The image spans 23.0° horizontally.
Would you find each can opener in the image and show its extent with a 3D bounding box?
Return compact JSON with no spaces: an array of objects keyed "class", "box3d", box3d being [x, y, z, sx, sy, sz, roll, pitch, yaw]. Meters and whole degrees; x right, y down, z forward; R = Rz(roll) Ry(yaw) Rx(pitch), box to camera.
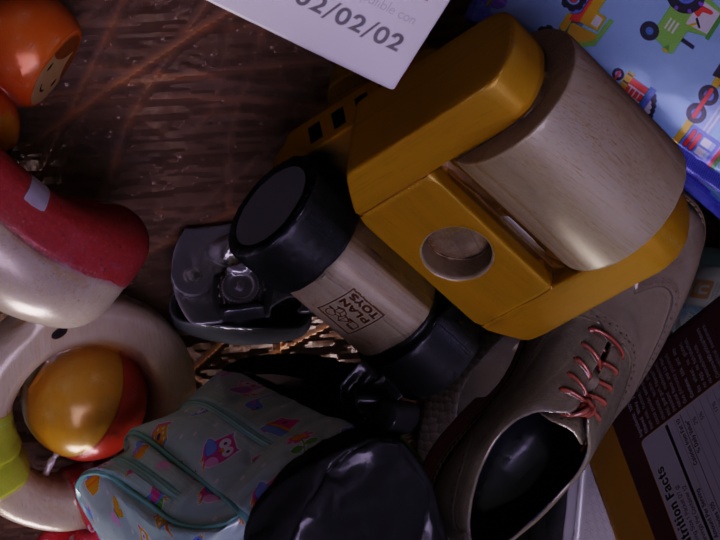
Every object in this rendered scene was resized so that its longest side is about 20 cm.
[{"class":"can opener","box3d":[0.000,0.000,0.909,0.198,0.054,0.067,-6,156,-7]}]

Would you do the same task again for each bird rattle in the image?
[{"class":"bird rattle","box3d":[-0.146,0.092,0.906,0.199,0.113,0.164,27,98,-28]}]

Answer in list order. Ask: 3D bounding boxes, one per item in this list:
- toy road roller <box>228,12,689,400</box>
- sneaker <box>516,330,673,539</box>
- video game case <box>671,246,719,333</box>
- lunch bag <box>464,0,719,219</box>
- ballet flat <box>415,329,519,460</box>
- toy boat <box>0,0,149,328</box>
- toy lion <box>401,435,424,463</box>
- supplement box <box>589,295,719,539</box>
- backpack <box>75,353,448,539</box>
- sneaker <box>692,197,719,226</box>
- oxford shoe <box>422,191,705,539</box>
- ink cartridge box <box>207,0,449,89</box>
[{"class":"toy road roller","box3d":[0.043,-0.052,0.800,0.199,0.147,0.123,-28,125,34]},{"class":"sneaker","box3d":[0.112,0.117,0.970,0.070,0.099,0.202,11,93,-34]},{"class":"video game case","box3d":[0.232,0.083,1.011,0.181,0.023,0.201,6,121,-14]},{"class":"lunch bag","box3d":[0.154,-0.129,0.800,0.199,0.094,0.151,35,92,-13]},{"class":"ballet flat","box3d":[0.091,0.050,0.949,0.067,0.046,0.201,22,116,-22]},{"class":"toy boat","box3d":[-0.172,-0.067,0.797,0.200,0.130,0.131,43,77,-27]},{"class":"toy lion","box3d":[0.032,0.170,0.956,0.068,0.193,0.200,-27,166,-14]},{"class":"supplement box","box3d":[0.250,0.099,0.865,0.200,0.133,0.197,-41,127,22]},{"class":"backpack","box3d":[-0.042,0.121,0.828,0.126,0.200,0.168,-27,116,-25]},{"class":"sneaker","box3d":[0.254,-0.040,0.925,0.199,0.074,0.088,29,80,-18]},{"class":"oxford shoe","box3d":[0.105,0.051,0.830,0.070,0.075,0.201,32,93,-14]},{"class":"ink cartridge box","box3d":[-0.027,-0.147,0.708,0.114,0.201,0.068,23,116,-23]}]
